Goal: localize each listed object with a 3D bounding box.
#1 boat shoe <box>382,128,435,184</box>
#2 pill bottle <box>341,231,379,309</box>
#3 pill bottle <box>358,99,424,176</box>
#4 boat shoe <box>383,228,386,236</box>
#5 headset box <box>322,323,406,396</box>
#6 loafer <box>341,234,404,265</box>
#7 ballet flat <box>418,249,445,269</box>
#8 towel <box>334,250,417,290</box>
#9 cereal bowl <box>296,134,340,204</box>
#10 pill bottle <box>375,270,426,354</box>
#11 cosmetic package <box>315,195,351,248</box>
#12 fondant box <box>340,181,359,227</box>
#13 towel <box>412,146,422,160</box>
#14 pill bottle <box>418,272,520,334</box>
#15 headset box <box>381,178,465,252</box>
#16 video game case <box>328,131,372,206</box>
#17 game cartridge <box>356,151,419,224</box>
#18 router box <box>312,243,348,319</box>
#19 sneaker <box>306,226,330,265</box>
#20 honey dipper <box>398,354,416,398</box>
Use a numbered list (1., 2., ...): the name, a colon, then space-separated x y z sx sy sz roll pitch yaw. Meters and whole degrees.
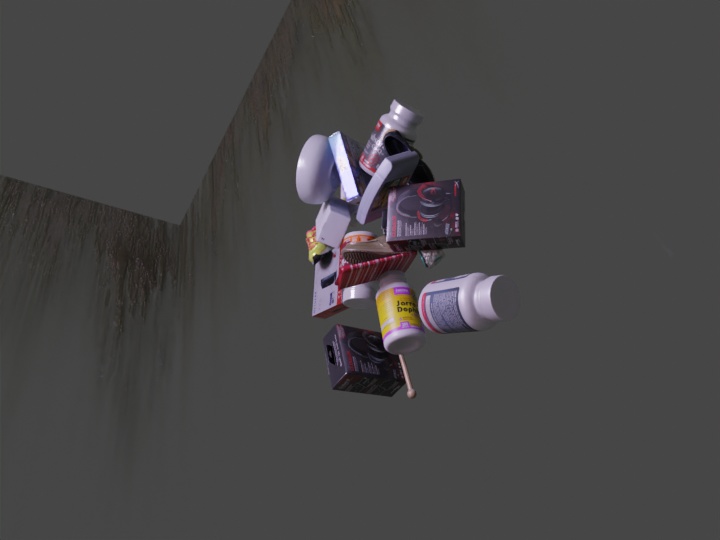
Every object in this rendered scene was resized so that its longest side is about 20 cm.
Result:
1. boat shoe: 0.123 -0.278 1.384 0.074 0.200 0.062 -33 9 22
2. pill bottle: 0.000 0.000 1.513 0.114 0.114 0.201 -28 54 50
3. pill bottle: 0.086 -0.356 1.462 0.201 0.115 0.116 -60 34 24
4. boat shoe: 0.103 -0.180 1.465 0.060 0.075 0.201 16 91 56
5. headset box: 0.000 0.224 1.330 0.077 0.199 0.149 -51 37 34
6. loafer: 0.048 -0.053 1.434 0.076 0.198 0.068 82 -166 -48
7. ballet flat: 0.162 -0.084 1.354 0.072 0.071 0.201 -54 38 30
8. towel: 0.036 -0.003 1.343 0.145 0.199 0.023 113 140 -69
9. cereal bowl: -0.104 -0.286 1.538 0.083 0.200 0.201 15 90 18
10. pill bottle: 0.095 0.100 1.324 0.104 0.104 0.201 -45 42 39
11. cosmetic package: -0.084 -0.153 1.599 0.200 0.071 0.102 -101 35 -67
12. fondant box: -0.004 -0.259 1.691 0.144 0.058 0.201 -32 50 49
13. towel: 0.110 -0.307 1.551 0.149 0.036 0.200 -61 35 23
14. pill bottle: 0.227 0.069 1.112 0.200 0.119 0.120 -15 64 55
15. headset box: 0.148 -0.129 1.275 0.199 0.075 0.150 -3 70 20
16. video game case: -0.005 -0.279 1.531 0.045 0.181 0.201 -22 75 25
17. game cartridge: 0.063 -0.204 1.338 0.041 0.133 0.201 48 135 21
18. router box: -0.085 0.037 1.696 0.179 0.049 0.201 -28 53 50
19. sneaker: -0.148 -0.087 1.743 0.078 0.090 0.200 -38 16 16
20. honey dipper: 0.104 0.224 1.321 0.038 0.038 0.201 -47 42 37
